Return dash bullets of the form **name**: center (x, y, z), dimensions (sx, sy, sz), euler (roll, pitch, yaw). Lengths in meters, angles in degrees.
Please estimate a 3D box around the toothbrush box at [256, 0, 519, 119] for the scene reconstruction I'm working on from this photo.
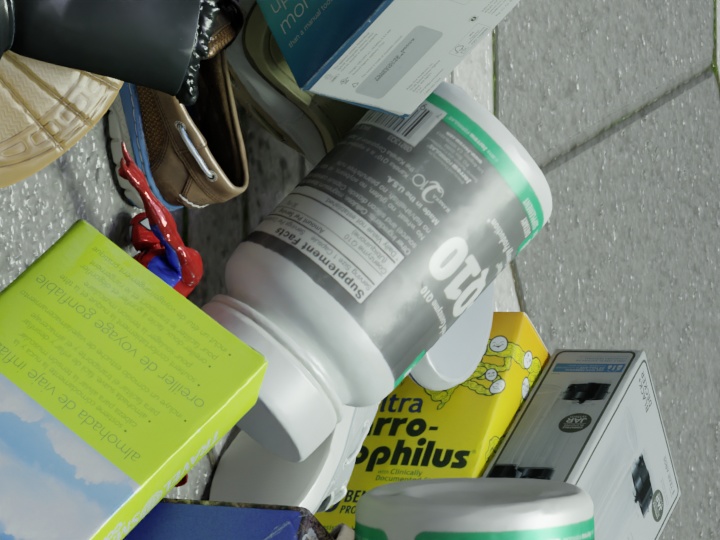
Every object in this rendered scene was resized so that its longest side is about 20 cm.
- **toothbrush box**: center (0.004, -0.205, 1.555), dimensions (0.085, 0.146, 0.200), euler (14, 42, -45)

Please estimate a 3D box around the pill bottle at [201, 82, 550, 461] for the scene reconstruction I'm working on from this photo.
- **pill bottle**: center (0.000, 0.000, 1.612), dimensions (0.200, 0.113, 0.113), euler (-46, 136, -15)

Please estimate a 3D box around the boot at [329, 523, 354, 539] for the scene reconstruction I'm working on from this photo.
- **boot**: center (-0.040, 0.240, 1.642), dimensions (0.200, 0.070, 0.146), euler (-37, 104, -9)

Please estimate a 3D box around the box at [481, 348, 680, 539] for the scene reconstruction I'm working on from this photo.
- **box**: center (0.119, 0.149, 1.736), dimensions (0.200, 0.060, 0.117), euler (-57, 139, -45)

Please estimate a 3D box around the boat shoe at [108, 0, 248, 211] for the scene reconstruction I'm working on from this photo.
- **boat shoe**: center (-0.097, -0.129, 1.548), dimensions (0.072, 0.072, 0.200), euler (-44, 128, -52)

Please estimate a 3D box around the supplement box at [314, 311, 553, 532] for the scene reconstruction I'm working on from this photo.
- **supplement box**: center (0.043, 0.134, 1.775), dimensions (0.110, 0.109, 0.200), euler (58, 42, -45)

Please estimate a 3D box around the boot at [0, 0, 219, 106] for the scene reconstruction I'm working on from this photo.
- **boot**: center (-0.149, -0.107, 1.374), dimensions (0.162, 0.073, 0.199), euler (9, 76, -21)

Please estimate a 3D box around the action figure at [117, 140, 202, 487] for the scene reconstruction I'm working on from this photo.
- **action figure**: center (-0.124, 0.019, 1.490), dimensions (0.099, 0.065, 0.200), euler (54, 21, -30)

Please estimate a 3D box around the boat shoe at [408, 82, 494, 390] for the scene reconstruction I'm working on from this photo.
- **boat shoe**: center (0.032, -0.015, 1.776), dimensions (0.071, 0.070, 0.201), euler (28, 52, -44)

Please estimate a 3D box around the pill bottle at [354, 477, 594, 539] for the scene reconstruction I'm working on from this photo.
- **pill bottle**: center (0.054, 0.201, 1.380), dimensions (0.113, 0.113, 0.201), euler (-6, 97, -61)

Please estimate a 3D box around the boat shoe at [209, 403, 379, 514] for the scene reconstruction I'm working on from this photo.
- **boat shoe**: center (-0.029, 0.099, 1.694), dimensions (0.200, 0.072, 0.069), euler (-73, 146, -45)

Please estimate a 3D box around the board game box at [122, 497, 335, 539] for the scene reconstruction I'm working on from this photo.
- **board game box**: center (-0.064, 0.199, 1.444), dimensions (0.200, 0.159, 0.097), euler (54, 46, -49)

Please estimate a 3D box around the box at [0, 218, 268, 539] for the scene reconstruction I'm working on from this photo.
- **box**: center (-0.150, 0.078, 1.369), dimensions (0.200, 0.122, 0.048), euler (-45, 163, -32)

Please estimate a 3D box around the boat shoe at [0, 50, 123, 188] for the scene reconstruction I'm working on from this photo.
- **boat shoe**: center (-0.148, -0.126, 1.463), dimensions (0.071, 0.069, 0.200), euler (44, 71, -31)

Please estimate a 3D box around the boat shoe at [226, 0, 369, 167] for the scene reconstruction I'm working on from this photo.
- **boat shoe**: center (-0.025, -0.103, 1.677), dimensions (0.075, 0.068, 0.200), euler (-54, 141, -15)
